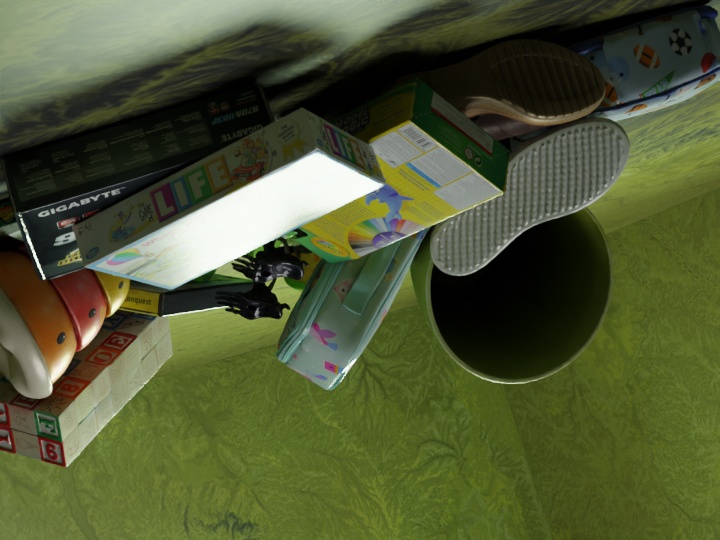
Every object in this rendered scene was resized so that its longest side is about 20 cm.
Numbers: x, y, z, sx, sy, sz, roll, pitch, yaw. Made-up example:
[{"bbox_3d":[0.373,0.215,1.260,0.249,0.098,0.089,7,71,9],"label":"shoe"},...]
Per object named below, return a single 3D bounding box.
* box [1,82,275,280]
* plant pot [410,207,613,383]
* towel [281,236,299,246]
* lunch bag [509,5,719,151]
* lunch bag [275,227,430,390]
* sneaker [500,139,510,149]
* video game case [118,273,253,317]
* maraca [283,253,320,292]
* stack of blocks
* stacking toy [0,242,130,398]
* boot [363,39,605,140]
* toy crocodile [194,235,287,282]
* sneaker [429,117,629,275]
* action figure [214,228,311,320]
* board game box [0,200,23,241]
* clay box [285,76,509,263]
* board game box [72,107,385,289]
[{"bbox_3d":[-0.161,-0.064,1.286,0.198,0.046,0.159,-18,164,-10],"label":"box"},{"bbox_3d":[0.121,-0.006,1.667,0.185,0.189,0.200,-17,-165,-13],"label":"plant pot"},{"bbox_3d":[0.002,-0.053,1.833,0.147,0.037,0.199,-20,-159,-38],"label":"towel"},{"bbox_3d":[0.218,-0.167,1.517,0.198,0.076,0.160,-17,177,-25],"label":"lunch bag"},{"bbox_3d":[0.000,0.000,1.542,0.201,0.076,0.161,-62,180,-17],"label":"lunch bag"},{"bbox_3d":[0.103,-0.115,1.646,0.198,0.076,0.079,-16,177,-16],"label":"sneaker"},{"bbox_3d":[-0.221,0.014,1.721,0.179,0.026,0.199,9,-173,25],"label":"video game case"},{"bbox_3d":[0.003,-0.030,1.973,0.198,0.108,0.138,-21,-149,7],"label":"maraca"},{"bbox_3d":[-0.282,0.098,1.657,0.114,0.059,0.200,11,-146,23],"label":"stack of blocks"},{"bbox_3d":[-0.261,0.008,1.569,0.199,0.147,0.146,-35,-178,-22],"label":"stacking toy"},{"bbox_3d":[0.090,-0.129,1.434,0.197,0.073,0.166,-5,166,-15],"label":"boot"},{"bbox_3d":[-0.143,-0.037,1.721,0.199,0.062,0.067,-16,-146,-40],"label":"toy crocodile"},{"bbox_3d":[0.145,-0.084,1.479,0.199,0.073,0.115,-31,-164,24],"label":"sneaker"},{"bbox_3d":[-0.066,-0.057,1.525,0.119,0.101,0.201,110,5,-49],"label":"action figure"},{"bbox_3d":[-0.195,-0.067,1.403,0.198,0.024,0.105,-18,172,-2],"label":"board game box"},{"bbox_3d":[0.009,-0.074,1.378,0.199,0.048,0.114,-22,136,41],"label":"clay box"},{"bbox_3d":[-0.095,-0.049,1.267,0.198,0.035,0.134,-25,164,17],"label":"board game box"}]
